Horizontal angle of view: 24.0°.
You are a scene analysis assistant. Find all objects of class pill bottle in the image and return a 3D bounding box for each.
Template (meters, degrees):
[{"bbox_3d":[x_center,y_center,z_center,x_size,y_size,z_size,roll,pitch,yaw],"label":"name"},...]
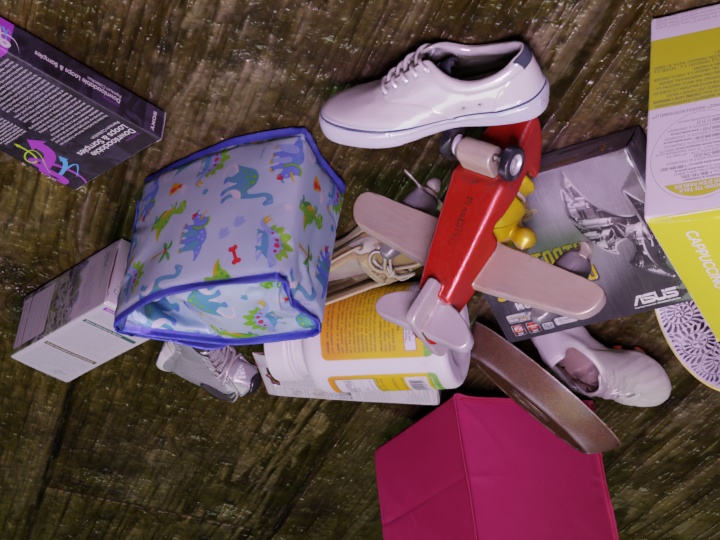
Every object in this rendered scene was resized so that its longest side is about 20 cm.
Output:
[{"bbox_3d":[0.006,0.070,1.756,0.199,0.112,0.111,-3,149,18],"label":"pill bottle"}]

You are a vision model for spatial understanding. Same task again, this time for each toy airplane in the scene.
[{"bbox_3d":[0.102,-0.017,1.467,0.199,0.201,0.141,-29,160,25],"label":"toy airplane"}]

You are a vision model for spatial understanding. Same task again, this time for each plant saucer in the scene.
[{"bbox_3d":[0.186,0.130,1.777,0.200,0.035,0.200,40,175,4],"label":"plant saucer"}]

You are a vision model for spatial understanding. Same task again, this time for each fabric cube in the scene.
[{"bbox_3d":[0.152,0.267,1.942,0.195,0.201,0.199,5,154,-26],"label":"fabric cube"}]

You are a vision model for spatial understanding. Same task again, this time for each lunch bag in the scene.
[{"bbox_3d":[-0.127,-0.023,1.566,0.199,0.171,0.128,-6,144,22],"label":"lunch bag"}]

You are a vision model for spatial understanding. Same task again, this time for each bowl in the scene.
[{"bbox_3d":[0.363,0.005,1.529,0.094,0.202,0.201,-9,161,-33],"label":"bowl"}]

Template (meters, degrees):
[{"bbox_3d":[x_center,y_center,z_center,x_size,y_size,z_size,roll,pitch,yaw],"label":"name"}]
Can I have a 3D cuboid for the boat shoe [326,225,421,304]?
[{"bbox_3d":[-0.002,-0.001,1.682,0.200,0.063,0.073,-13,145,32],"label":"boat shoe"}]

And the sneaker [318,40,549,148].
[{"bbox_3d":[0.056,-0.156,1.411,0.199,0.073,0.071,-9,133,15],"label":"sneaker"}]

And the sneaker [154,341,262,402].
[{"bbox_3d":[-0.151,0.083,1.825,0.115,0.075,0.200,34,157,0],"label":"sneaker"}]

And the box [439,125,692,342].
[{"bbox_3d":[0.192,-0.029,1.535,0.199,0.048,0.159,-15,113,34],"label":"box"}]

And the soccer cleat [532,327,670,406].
[{"bbox_3d":[0.254,0.108,1.776,0.200,0.078,0.069,30,124,-32],"label":"soccer cleat"}]

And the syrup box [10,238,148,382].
[{"bbox_3d":[-0.286,0.046,1.811,0.081,0.079,0.200,28,144,-32],"label":"syrup box"}]

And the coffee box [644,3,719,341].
[{"bbox_3d":[0.347,-0.083,1.327,0.199,0.199,0.200,-9,146,26],"label":"coffee box"}]

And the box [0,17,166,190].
[{"bbox_3d":[-0.295,-0.150,1.521,0.200,0.036,0.143,31,144,-33],"label":"box"}]

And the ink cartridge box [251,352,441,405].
[{"bbox_3d":[-0.011,0.101,1.876,0.199,0.051,0.109,3,151,10],"label":"ink cartridge box"}]
